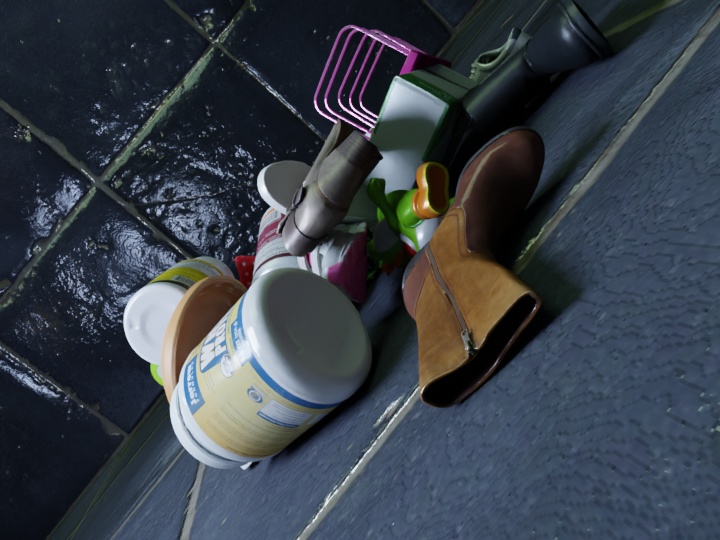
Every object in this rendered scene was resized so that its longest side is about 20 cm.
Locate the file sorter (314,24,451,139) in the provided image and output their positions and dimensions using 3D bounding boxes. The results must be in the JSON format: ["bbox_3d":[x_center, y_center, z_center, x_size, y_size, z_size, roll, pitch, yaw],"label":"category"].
[{"bbox_3d":[0.034,-0.281,0.934,0.140,0.125,0.200,-64,-13,22],"label":"file sorter"}]

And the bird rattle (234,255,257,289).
[{"bbox_3d":[-0.124,0.029,1.040,0.111,0.165,0.200,-3,23,17],"label":"bird rattle"}]

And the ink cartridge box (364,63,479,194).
[{"bbox_3d":[0.087,-0.194,0.852,0.200,0.083,0.148,-44,-20,-57],"label":"ink cartridge box"}]

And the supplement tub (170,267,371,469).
[{"bbox_3d":[-0.099,0.107,0.640,0.200,0.144,0.145,-43,12,33],"label":"supplement tub"}]

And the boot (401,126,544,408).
[{"bbox_3d":[0.095,-0.017,0.469,0.189,0.068,0.200,-48,12,14],"label":"boot"}]

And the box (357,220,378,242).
[{"bbox_3d":[0.031,-0.096,1.054,0.200,0.049,0.162,-42,10,39],"label":"box"}]

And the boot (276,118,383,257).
[{"bbox_3d":[-0.041,-0.093,0.704,0.147,0.070,0.200,-52,8,10],"label":"boot"}]

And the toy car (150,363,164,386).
[{"bbox_3d":[-0.185,0.135,0.952,0.199,0.159,0.164,-26,5,29],"label":"toy car"}]

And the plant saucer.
[{"bbox_3d":[-0.187,0.108,0.777,0.037,0.202,0.201,-2,34,21],"label":"plant saucer"}]

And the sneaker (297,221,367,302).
[{"bbox_3d":[-0.036,-0.012,0.739,0.200,0.087,0.082,-82,-8,-80],"label":"sneaker"}]

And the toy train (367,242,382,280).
[{"bbox_3d":[0.000,0.000,0.890,0.200,0.042,0.056,-44,2,33],"label":"toy train"}]

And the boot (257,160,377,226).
[{"bbox_3d":[-0.067,-0.087,0.809,0.090,0.199,0.074,-16,72,45],"label":"boot"}]

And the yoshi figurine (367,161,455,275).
[{"bbox_3d":[0.064,-0.071,0.712,0.112,0.113,0.200,-38,1,-28],"label":"yoshi figurine"}]

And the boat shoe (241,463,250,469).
[{"bbox_3d":[-0.119,0.155,0.791,0.074,0.060,0.201,-45,10,51],"label":"boat shoe"}]

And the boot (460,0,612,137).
[{"bbox_3d":[0.195,-0.223,0.714,0.168,0.076,0.200,-42,6,23],"label":"boot"}]

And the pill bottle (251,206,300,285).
[{"bbox_3d":[-0.093,-0.001,0.869,0.114,0.114,0.201,-44,30,29],"label":"pill bottle"}]

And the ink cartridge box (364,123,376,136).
[{"bbox_3d":[-0.009,-0.154,1.067,0.200,0.083,0.147,-46,9,22],"label":"ink cartridge box"}]

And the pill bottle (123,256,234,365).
[{"bbox_3d":[-0.249,0.049,0.890,0.114,0.114,0.200,-48,7,13],"label":"pill bottle"}]

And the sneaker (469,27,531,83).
[{"bbox_3d":[0.205,-0.311,0.991,0.200,0.071,0.073,-39,15,47],"label":"sneaker"}]
